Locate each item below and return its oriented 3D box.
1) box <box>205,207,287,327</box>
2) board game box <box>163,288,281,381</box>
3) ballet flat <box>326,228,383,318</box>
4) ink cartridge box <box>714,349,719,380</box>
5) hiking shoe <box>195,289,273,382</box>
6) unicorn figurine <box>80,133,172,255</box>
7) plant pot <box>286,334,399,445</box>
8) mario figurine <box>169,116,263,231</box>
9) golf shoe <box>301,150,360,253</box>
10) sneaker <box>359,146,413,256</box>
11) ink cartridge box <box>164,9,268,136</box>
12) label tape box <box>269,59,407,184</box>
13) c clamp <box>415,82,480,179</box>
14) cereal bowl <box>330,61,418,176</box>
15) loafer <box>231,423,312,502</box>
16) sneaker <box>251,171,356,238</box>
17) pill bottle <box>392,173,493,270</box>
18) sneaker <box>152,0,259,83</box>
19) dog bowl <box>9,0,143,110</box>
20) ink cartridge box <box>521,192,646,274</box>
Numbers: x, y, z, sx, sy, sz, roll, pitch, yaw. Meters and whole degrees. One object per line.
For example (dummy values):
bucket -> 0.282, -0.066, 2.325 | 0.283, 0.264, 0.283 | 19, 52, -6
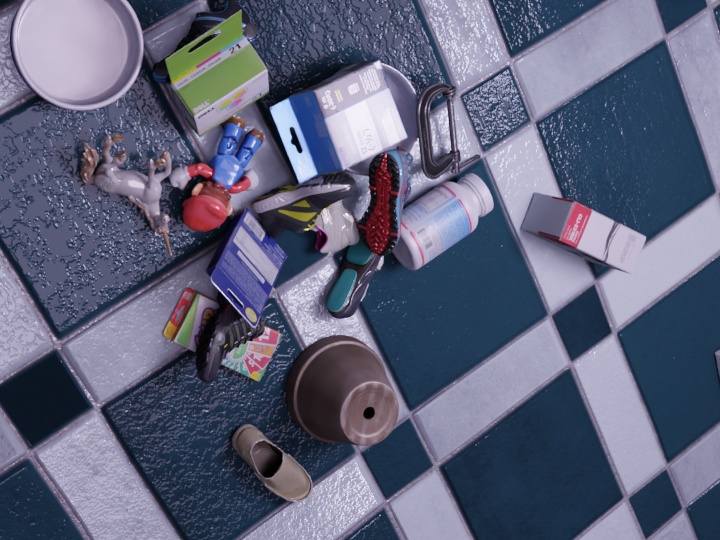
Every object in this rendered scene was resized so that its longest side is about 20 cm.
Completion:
box -> -0.196, -0.002, 1.662 | 0.032, 0.201, 0.122 | -25, 118, 29
board game box -> -0.244, 0.115, 1.736 | 0.198, 0.030, 0.097 | 28, 87, -24
ballet flat -> 0.000, 0.000, 1.809 | 0.073, 0.073, 0.202 | 29, 81, -26
ink cartridge box -> 0.917, 0.260, 2.261 | 0.145, 0.083, 0.203 | -24, 109, -18
hiking shoe -> -0.213, 0.105, 1.685 | 0.100, 0.075, 0.203 | 27, 74, -23
unicorn figurine -> -0.366, -0.139, 1.602 | 0.198, 0.074, 0.138 | 28, 126, -6
plant pot -> -0.018, 0.236, 1.780 | 0.197, 0.173, 0.204 | -5, 102, -22
mario figurine -> -0.248, -0.160, 1.669 | 0.122, 0.106, 0.202 | 24, 77, 10
golf shoe -> -0.070, -0.122, 1.746 | 0.091, 0.075, 0.202 | -28, 109, -14
sneaker -> 0.060, -0.121, 1.725 | 0.095, 0.079, 0.203 | -34, 141, -50
ink cartridge box -> -0.226, -0.309, 1.556 | 0.147, 0.200, 0.076 | -35, 85, -9
label tape box -> -0.035, -0.250, 1.650 | 0.198, 0.066, 0.145 | -29, 110, -18
c clamp -> 0.155, -0.259, 1.804 | 0.171, 0.027, 0.202 | -40, 132, -35
cereal bowl -> 0.005, -0.271, 1.745 | 0.197, 0.083, 0.204 | -4, 101, -23
loafer -> -0.158, 0.366, 1.796 | 0.076, 0.068, 0.200 | -49, 115, -9
sneaker -> -0.090, -0.113, 1.696 | 0.086, 0.197, 0.075 | 69, 27, -18
pill bottle -> 0.148, -0.096, 1.829 | 0.199, 0.108, 0.110 | -33, 111, -16
sneaker -> -0.267, -0.377, 1.617 | 0.199, 0.073, 0.083 | -34, 99, -23
dog bowl -> -0.444, -0.354, 1.527 | 0.197, 0.079, 0.204 | -4, 101, -23
ink cartridge box -> 0.445, -0.075, 1.949 | 0.198, 0.144, 0.085 | 21, 92, -26
